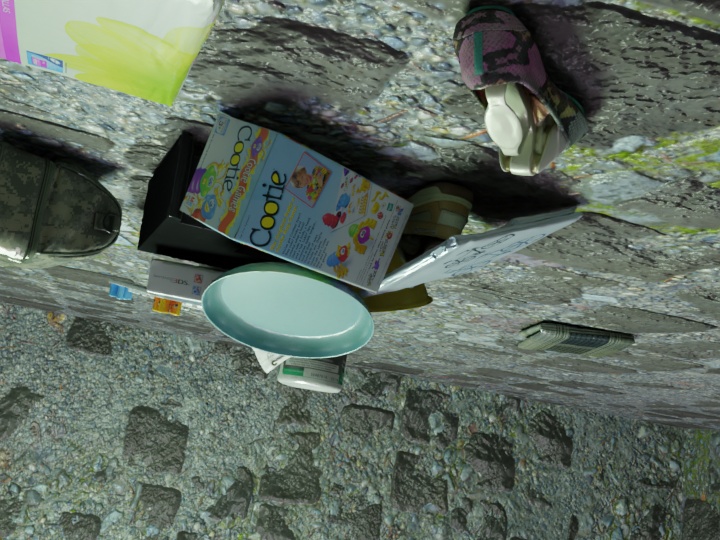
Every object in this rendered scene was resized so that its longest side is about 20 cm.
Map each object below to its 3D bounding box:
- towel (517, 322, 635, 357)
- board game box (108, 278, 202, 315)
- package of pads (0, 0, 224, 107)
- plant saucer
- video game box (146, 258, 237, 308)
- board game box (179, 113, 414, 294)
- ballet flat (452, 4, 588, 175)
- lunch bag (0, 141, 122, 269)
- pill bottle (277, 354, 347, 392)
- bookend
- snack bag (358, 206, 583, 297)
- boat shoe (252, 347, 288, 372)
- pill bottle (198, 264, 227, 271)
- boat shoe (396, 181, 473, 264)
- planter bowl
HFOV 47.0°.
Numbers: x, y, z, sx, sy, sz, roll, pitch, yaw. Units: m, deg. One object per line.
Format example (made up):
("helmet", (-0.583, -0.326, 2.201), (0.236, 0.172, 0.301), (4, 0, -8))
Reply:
("towel", (0.422, 0.136, 1.647), (0.189, 0.035, 0.200), (7, 166, -2))
("board game box", (-0.236, 0.053, 1.182), (0.198, 0.026, 0.199), (16, 176, -36))
("package of pads", (-0.167, -0.178, 0.520), (0.152, 0.069, 0.200), (13, 168, -18))
("plant saucer", (-0.081, 0.044, 0.939), (0.197, 0.028, 0.201), (5, 149, 3))
("video game box", (-0.179, 0.022, 1.075), (0.179, 0.048, 0.200), (14, 177, -10))
("board game box", (-0.059, -0.063, 0.825), (0.102, 0.106, 0.199), (25, -178, 44))
("ballet flat", (0.116, -0.113, 0.601), (0.068, 0.072, 0.199), (1, 166, 28))
("lunch bag", (-0.408, -0.067, 1.042), (0.166, 0.142, 0.199), (19, 165, -37))
("pill bottle", (-0.071, 0.099, 1.408), (0.111, 0.203, 0.113), (9, 169, 2))
("bookend", (-0.143, -0.065, 0.970), (0.196, 0.094, 0.200), (12, 166, -22))
("snack bag", (0.112, -0.019, 0.898), (0.198, 0.022, 0.188), (-13, 170, -36))
("boat shoe", (-0.062, 0.093, 1.218), (0.198, 0.070, 0.071), (-24, 179, 9))
("pill bottle", (-0.140, 0.008, 1.254), (0.197, 0.113, 0.111), (14, 167, -21))
("boat shoe", (0.056, -0.044, 0.952), (0.071, 0.077, 0.200), (13, 168, -20))
("planter bowl", (0.000, 0.000, 1.121), (0.197, 0.085, 0.200), (0, -174, 0))
